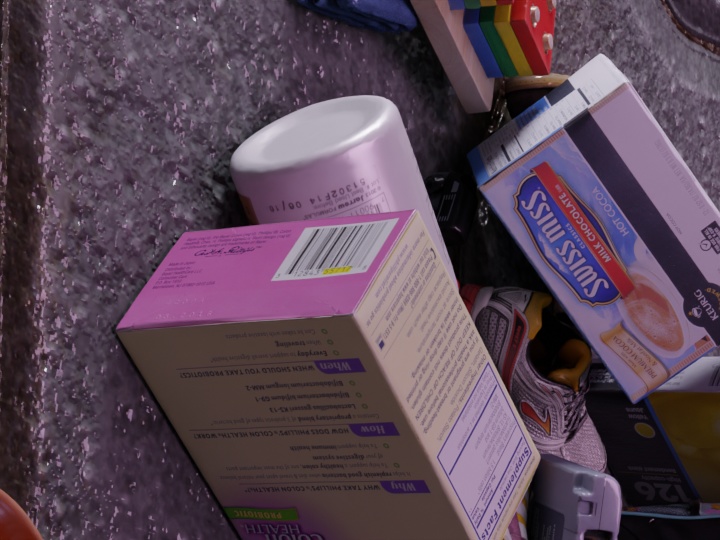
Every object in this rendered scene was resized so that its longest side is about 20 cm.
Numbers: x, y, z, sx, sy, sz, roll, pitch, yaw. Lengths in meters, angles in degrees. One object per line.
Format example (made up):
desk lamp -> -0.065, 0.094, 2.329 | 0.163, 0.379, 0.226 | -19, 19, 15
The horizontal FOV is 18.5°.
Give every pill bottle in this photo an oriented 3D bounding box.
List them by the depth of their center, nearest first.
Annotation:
pill bottle -> 0.000, 0.000, 1.417 | 0.114, 0.114, 0.201 | -45, 121, -49

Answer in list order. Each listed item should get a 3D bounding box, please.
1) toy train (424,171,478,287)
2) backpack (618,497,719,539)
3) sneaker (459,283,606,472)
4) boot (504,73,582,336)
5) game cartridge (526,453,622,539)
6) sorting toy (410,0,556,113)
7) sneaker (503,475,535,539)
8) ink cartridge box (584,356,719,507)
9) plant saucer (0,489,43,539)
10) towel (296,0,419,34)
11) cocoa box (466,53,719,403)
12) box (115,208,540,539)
toy train -> 0.048, 0.016, 1.546 | 0.034, 0.046, 0.201 | 46, 50, -43
backpack -> 0.272, 0.264, 1.710 | 0.153, 0.199, 0.177 | 15, 71, -71
sneaker -> 0.138, 0.091, 1.639 | 0.200, 0.082, 0.078 | 56, 43, -36
boot -> 0.165, -0.047, 1.704 | 0.200, 0.072, 0.168 | 35, 55, -53
game cartridge -> 0.138, 0.236, 1.575 | 0.041, 0.133, 0.202 | 7, 92, -12
sorting toy -> 0.090, -0.250, 1.569 | 0.199, 0.069, 0.201 | 57, 35, -54
sneaker -> 0.097, 0.178, 1.575 | 0.090, 0.075, 0.201 | -24, 108, -54
ink cartridge box -> 0.288, 0.149, 1.750 | 0.201, 0.197, 0.047 | 59, 45, -31
plant saucer -> -0.225, 0.202, 1.130 | 0.200, 0.032, 0.202 | 10, 78, -54
towel -> -0.001, -0.266, 1.511 | 0.111, 0.048, 0.202 | 12, 75, -58
cocoa box -> 0.186, -0.032, 1.599 | 0.200, 0.131, 0.133 | 53, 7, -12
box -> -0.016, 0.075, 1.327 | 0.201, 0.175, 0.097 | 62, 41, -29
